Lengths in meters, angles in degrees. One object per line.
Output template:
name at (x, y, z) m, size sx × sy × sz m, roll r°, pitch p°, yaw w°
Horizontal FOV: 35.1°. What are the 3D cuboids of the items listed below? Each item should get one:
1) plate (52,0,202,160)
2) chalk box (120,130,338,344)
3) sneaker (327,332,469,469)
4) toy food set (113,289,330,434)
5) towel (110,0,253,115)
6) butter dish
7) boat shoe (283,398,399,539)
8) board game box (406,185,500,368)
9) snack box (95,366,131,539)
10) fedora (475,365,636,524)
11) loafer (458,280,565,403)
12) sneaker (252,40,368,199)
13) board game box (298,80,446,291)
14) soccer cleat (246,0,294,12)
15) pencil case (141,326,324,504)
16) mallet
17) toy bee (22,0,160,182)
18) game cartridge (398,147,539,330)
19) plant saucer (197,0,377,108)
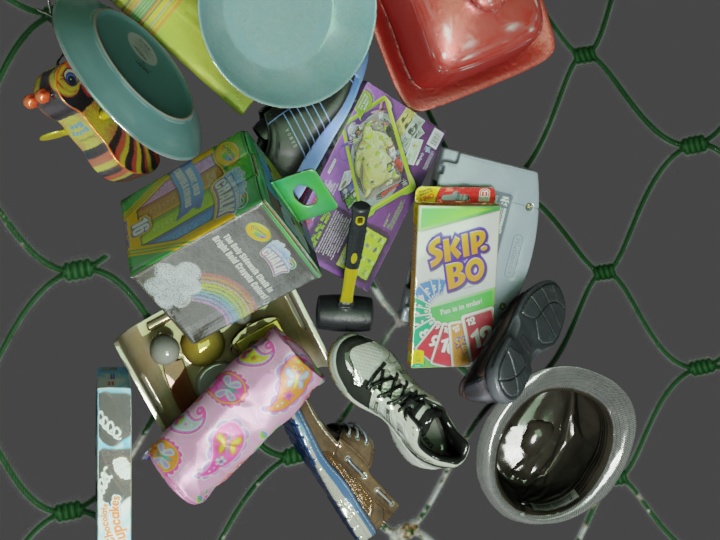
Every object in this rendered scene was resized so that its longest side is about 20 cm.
plate at (-0.220, -0.197, 1.124) m, size 0.026 × 0.200 × 0.200 m, roll -36°, pitch 104°, yaw 20°
chalk box at (-0.123, -0.044, 1.149) m, size 0.199 × 0.124 × 0.125 m, roll -28°, pitch 133°, yaw 7°
sneaker at (0.050, 0.142, 1.261) m, size 0.200 × 0.087 × 0.076 m, roll 47°, pitch 68°, yaw -20°
toy food set at (-0.146, 0.089, 1.236) m, size 0.199 × 0.060 × 0.144 m, roll -29°, pitch 101°, yaw -8°
towel at (-0.176, -0.264, 1.217) m, size 0.200 × 0.018 × 0.086 m, roll 41°, pitch 89°, yaw -14°
butter dish at (0.115, -0.292, 1.213) m, size 0.198 × 0.148 × 0.201 m, roll -23°, pitch 101°, yaw -9°
boat shoe at (-0.023, 0.207, 1.276) m, size 0.072 × 0.072 × 0.201 m, roll -34°, pitch 113°, yaw -14°
board game box at (0.103, 0.008, 1.265) m, size 0.095 × 0.030 × 0.202 m, roll 0°, pitch 99°, yaw -12°
snack box at (-0.259, 0.210, 1.193) m, size 0.037 × 0.116 × 0.202 m, roll 0°, pitch 95°, yaw -13°
fedora at (0.215, 0.190, 1.313) m, size 0.176 × 0.090 × 0.201 m, roll 16°, pitch 103°, yaw -11°
loafer at (0.167, 0.076, 1.265) m, size 0.072 × 0.063 × 0.200 m, roll 61°, pitch 40°, yaw -18°
sneaker at (-0.064, -0.169, 1.224) m, size 0.078 × 0.070 × 0.201 m, roll 27°, pitch 90°, yaw -21°
board game box at (0.003, -0.092, 1.254) m, size 0.120 × 0.032 × 0.201 m, roll 28°, pitch 88°, yaw -34°
soccer cleat at (-0.131, -0.293, 1.182) m, size 0.198 × 0.069 × 0.078 m, roll -3°, pitch 88°, yaw -27°
pencil case at (-0.131, 0.153, 1.192) m, size 0.200 × 0.087 × 0.087 m, roll -46°, pitch 103°, yaw -2°
mallet at (0.000, 0.000, 1.209) m, size 0.065 × 0.201 × 0.041 m, roll 8°, pitch 50°, yaw -11°
toy bee at (-0.291, -0.166, 1.152) m, size 0.200 × 0.109 × 0.131 m, roll 46°, pitch 129°, yaw -5°
game cartridge at (0.129, -0.027, 1.293) m, size 0.132 × 0.042 × 0.202 m, roll 12°, pitch 98°, yaw -18°
plant saucer at (-0.078, -0.268, 1.162) m, size 0.200 × 0.039 × 0.203 m, roll -6°, pitch 103°, yaw -27°
